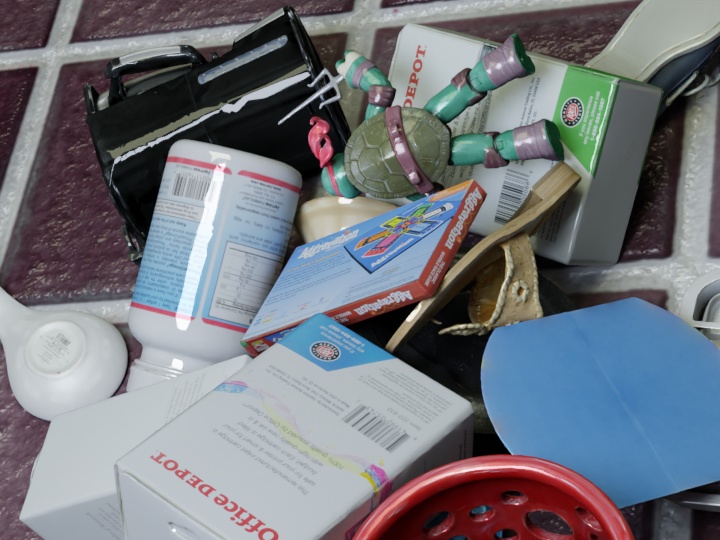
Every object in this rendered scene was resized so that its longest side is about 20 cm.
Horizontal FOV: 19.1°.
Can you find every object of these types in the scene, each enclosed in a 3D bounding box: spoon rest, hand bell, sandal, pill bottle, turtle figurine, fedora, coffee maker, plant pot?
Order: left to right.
[{"bbox_3d":[-0.273,0.050,1.767,0.099,0.061,0.200,-43,63,-13],"label":"spoon rest"},{"bbox_3d":[-0.118,0.007,1.655,0.109,0.109,0.200,13,88,30],"label":"pill bottle"},{"bbox_3d":[-0.112,-0.107,1.787,0.200,0.135,0.192,-23,68,5],"label":"coffee maker"},{"bbox_3d":[-0.012,0.054,1.647,0.104,0.104,0.200,-3,65,20],"label":"hand bell"},{"bbox_3d":[0.042,-0.094,1.588,0.200,0.150,0.101,-19,22,18],"label":"turtle figurine"},{"bbox_3d":[0.072,0.072,1.559,0.200,0.092,0.201,2,39,-2],"label":"fedora"},{"bbox_3d":[0.109,0.006,1.511,0.070,0.078,0.212,41,56,7],"label":"sandal"},{"bbox_3d":[0.099,0.247,1.362,0.200,0.183,0.201,-11,49,13],"label":"plant pot"}]

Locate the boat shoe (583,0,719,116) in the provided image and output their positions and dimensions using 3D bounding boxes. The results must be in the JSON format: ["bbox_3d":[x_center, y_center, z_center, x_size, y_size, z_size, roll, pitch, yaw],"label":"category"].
[{"bbox_3d":[0.241,-0.165,1.719,0.200,0.062,0.075,-46,53,-14],"label":"boat shoe"}]

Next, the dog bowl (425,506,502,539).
[{"bbox_3d":[0.004,0.197,1.479,0.200,0.050,0.112,-25,68,-31],"label":"dog bowl"}]

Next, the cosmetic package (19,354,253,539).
[{"bbox_3d":[-0.149,0.142,1.581,0.200,0.074,0.102,-19,41,34],"label":"cosmetic package"}]

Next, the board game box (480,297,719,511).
[{"bbox_3d":[0.172,0.100,1.465,0.200,0.039,0.158,-12,54,-28],"label":"board game box"}]

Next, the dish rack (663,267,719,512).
[{"bbox_3d":[0.300,0.091,1.501,0.171,0.044,0.200,3,54,23],"label":"dish rack"}]

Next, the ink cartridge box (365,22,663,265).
[{"bbox_3d":[0.116,-0.100,1.660,0.200,0.083,0.147,21,101,33],"label":"ink cartridge box"}]

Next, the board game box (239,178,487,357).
[{"bbox_3d":[0.000,0.000,1.537,0.200,0.019,0.103,-20,33,47],"label":"board game box"}]

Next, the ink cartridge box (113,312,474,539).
[{"bbox_3d":[-0.043,0.136,1.414,0.144,0.085,0.200,30,48,31],"label":"ink cartridge box"}]
